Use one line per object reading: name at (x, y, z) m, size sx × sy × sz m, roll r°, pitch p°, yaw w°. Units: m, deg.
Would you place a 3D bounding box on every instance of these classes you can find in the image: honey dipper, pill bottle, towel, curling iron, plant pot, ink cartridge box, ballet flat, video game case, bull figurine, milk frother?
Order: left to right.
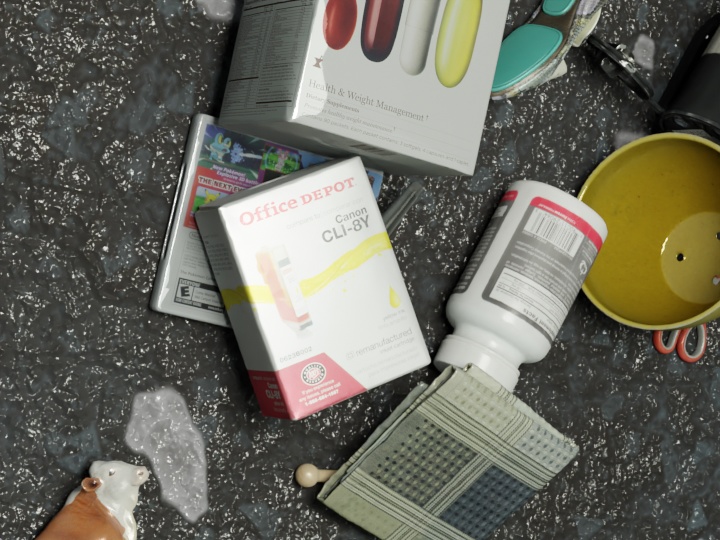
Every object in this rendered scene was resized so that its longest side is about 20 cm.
bull figurine at (-0.243, 0.256, 1.418) m, size 0.200 × 0.065 × 0.121 m, roll -41°, pitch 79°, yaw -14°
video game case at (-0.084, -0.031, 1.528) m, size 0.200 × 0.023 × 0.182 m, roll 15°, pitch 86°, yaw -29°
ink cartridge box at (-0.044, 0.014, 1.471) m, size 0.145 × 0.083 × 0.200 m, roll -21°, pitch 96°, yaw -20°
curling iron at (0.000, 0.000, 1.548) m, size 0.050 × 0.026 × 0.200 m, roll 36°, pitch 77°, yaw -20°
honey dipper at (0.029, 0.202, 1.601) m, size 0.200 × 0.038 × 0.038 m, roll 6°, pitch 90°, yaw -29°
towel at (0.084, 0.188, 1.583) m, size 0.193 × 0.035 × 0.200 m, roll -45°, pitch 128°, yaw 13°
pill bottle at (0.151, 0.022, 1.618) m, size 0.111 × 0.111 × 0.200 m, roll 36°, pitch 76°, yaw -27°
ballet flat at (0.195, -0.234, 1.656) m, size 0.072 × 0.072 × 0.200 m, roll 43°, pitch 73°, yaw -26°
plant pot at (0.333, -0.027, 1.694) m, size 0.142 × 0.200 × 0.200 m, roll 20°, pitch 82°, yaw -57°
milk frother at (0.355, -0.229, 1.675) m, size 0.200 × 0.180 × 0.188 m, roll 40°, pitch 77°, yaw -40°

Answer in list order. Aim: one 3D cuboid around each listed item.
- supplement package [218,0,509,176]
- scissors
supplement package at (0.007, -0.201, 1.453) m, size 0.191 × 0.147 × 0.200 m, roll 14°, pitch 86°, yaw -30°
scissors at (0.380, 0.009, 1.808) m, size 0.073 × 0.014 × 0.200 m, roll 33°, pitch 79°, yaw -26°
